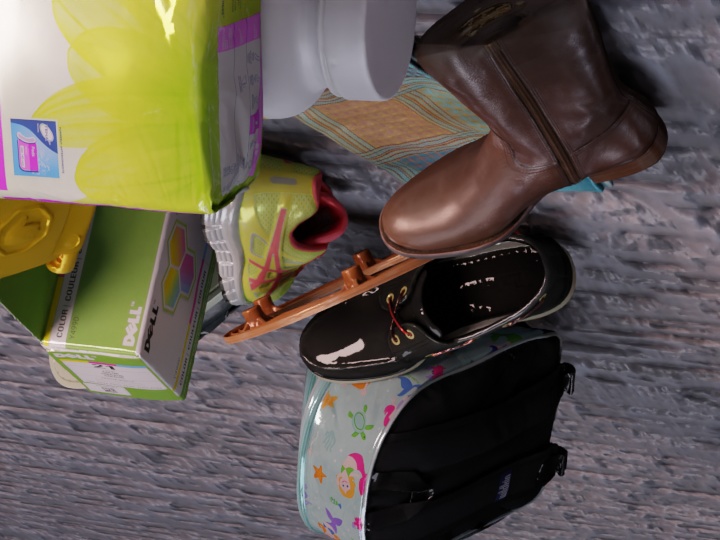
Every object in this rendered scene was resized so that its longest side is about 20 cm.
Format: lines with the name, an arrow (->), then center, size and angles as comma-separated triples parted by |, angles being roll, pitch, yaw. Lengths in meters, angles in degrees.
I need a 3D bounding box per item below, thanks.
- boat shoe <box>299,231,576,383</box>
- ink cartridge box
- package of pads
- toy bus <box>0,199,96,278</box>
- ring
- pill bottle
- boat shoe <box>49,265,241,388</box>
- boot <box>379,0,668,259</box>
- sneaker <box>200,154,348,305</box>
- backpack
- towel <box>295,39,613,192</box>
boat shoe -> 0.044, 0.023, 1.692 | 0.201, 0.074, 0.063 | -19, 168, 18
ink cartridge box -> -0.165, -0.013, 1.659 | 0.076, 0.148, 0.200 | 6, 162, 16
package of pads -> -0.123, -0.130, 1.194 | 0.154, 0.200, 0.068 | 5, -163, 19
toy bus -> -0.224, -0.089, 1.477 | 0.192, 0.200, 0.136 | -11, 140, -34
ring -> 0.000, 0.000, 1.633 | 0.200, 0.019, 0.200 | -24, -176, 2
pill bottle -> -0.078, -0.135, 1.276 | 0.200, 0.113, 0.112 | 6, 162, 18
boat shoe -> -0.141, 0.028, 1.832 | 0.199, 0.075, 0.066 | -39, 156, 23
boot -> 0.061, -0.085, 1.373 | 0.186, 0.064, 0.200 | -25, 155, 14
sneaker -> -0.052, -0.024, 1.680 | 0.090, 0.078, 0.200 | 0, 165, 5
backpack -> 0.039, 0.115, 1.806 | 0.151, 0.178, 0.200 | 27, -143, 32
towel -> 0.041, -0.085, 1.515 | 0.147, 0.022, 0.200 | -6, 155, 43
